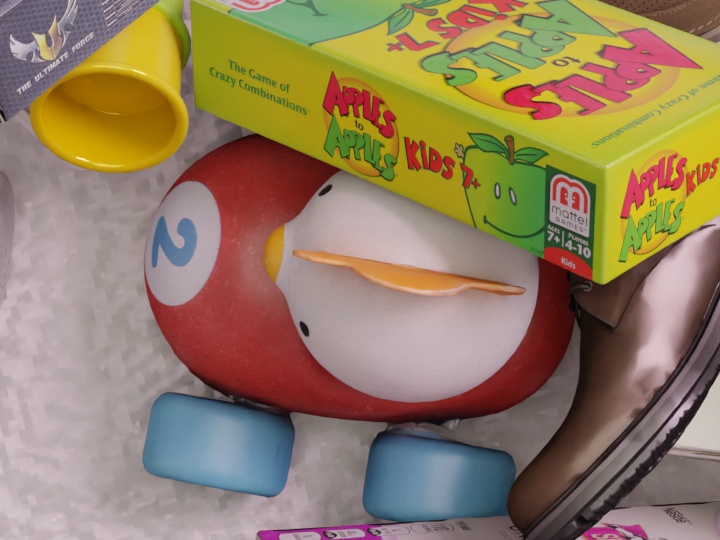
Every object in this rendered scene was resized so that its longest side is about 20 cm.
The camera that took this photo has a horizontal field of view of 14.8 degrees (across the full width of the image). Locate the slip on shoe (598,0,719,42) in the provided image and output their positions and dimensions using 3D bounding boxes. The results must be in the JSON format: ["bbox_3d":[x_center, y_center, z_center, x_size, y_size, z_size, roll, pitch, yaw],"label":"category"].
[{"bbox_3d":[0.071,-0.133,1.087,0.200,0.060,0.076,20,96,37],"label":"slip on shoe"}]

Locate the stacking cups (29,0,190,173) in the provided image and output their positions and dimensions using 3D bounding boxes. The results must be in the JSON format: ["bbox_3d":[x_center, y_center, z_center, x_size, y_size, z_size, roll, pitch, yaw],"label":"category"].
[{"bbox_3d":[-0.087,-0.132,1.092,0.060,0.061,0.201,4,51,0],"label":"stacking cups"}]

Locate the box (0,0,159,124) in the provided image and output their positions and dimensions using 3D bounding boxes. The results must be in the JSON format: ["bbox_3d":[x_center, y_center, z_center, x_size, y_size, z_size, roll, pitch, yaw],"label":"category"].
[{"bbox_3d":[-0.118,-0.158,1.052,0.157,0.051,0.200,32,61,33],"label":"box"}]

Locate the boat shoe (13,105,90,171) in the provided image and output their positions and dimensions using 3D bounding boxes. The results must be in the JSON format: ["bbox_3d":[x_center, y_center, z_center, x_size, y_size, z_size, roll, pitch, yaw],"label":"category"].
[{"bbox_3d":[-0.173,-0.116,1.137,0.200,0.072,0.066,35,108,3],"label":"boat shoe"}]

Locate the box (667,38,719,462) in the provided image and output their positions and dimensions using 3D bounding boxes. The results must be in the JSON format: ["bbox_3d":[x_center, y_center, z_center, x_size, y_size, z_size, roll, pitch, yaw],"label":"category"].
[{"bbox_3d":[0.157,-0.023,1.115,0.077,0.095,0.201,7,88,0],"label":"box"}]

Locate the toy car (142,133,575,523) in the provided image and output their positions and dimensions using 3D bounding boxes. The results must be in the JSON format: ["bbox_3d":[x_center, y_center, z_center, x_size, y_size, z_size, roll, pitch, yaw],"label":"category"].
[{"bbox_3d":[0.000,0.000,1.060,0.176,0.200,0.185,10,86,1],"label":"toy car"}]

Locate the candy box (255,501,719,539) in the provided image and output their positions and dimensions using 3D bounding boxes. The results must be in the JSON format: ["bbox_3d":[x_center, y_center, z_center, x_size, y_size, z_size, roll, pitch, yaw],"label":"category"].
[{"bbox_3d":[0.069,0.138,1.036,0.199,0.136,0.061,-2,104,-13],"label":"candy box"}]

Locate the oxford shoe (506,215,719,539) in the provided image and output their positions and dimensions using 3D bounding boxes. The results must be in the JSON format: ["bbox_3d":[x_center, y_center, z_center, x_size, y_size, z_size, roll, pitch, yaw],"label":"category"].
[{"bbox_3d":[0.102,0.014,1.036,0.084,0.073,0.200,31,75,6],"label":"oxford shoe"}]

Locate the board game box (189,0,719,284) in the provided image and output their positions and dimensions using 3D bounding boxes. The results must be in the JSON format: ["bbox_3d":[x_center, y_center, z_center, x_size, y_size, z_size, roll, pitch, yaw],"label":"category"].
[{"bbox_3d":[0.043,-0.066,1.008,0.200,0.101,0.048,25,128,37],"label":"board game box"}]

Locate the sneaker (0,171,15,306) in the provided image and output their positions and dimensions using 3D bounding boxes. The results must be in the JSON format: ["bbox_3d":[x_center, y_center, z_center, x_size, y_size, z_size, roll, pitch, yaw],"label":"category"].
[{"bbox_3d":[-0.223,0.035,1.123,0.118,0.074,0.201,23,82,9],"label":"sneaker"}]
